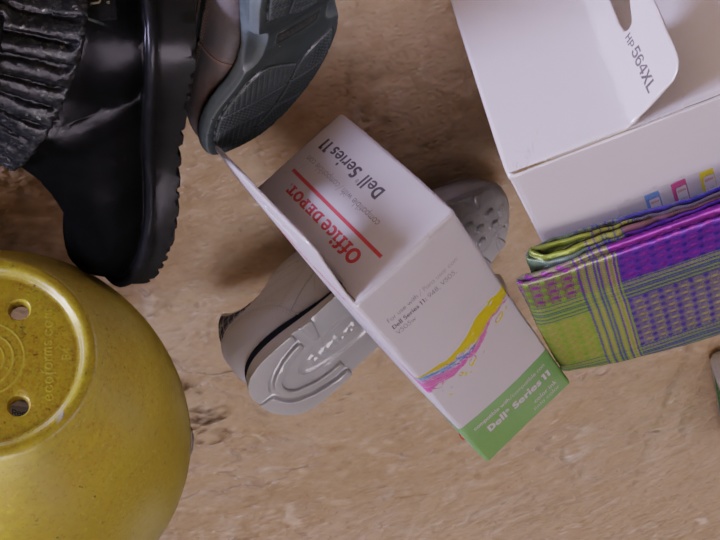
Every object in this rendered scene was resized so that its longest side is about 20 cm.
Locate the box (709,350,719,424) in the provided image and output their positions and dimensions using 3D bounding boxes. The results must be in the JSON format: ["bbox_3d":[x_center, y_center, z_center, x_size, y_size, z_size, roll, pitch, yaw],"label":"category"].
[{"bbox_3d":[0.426,0.152,1.098,0.199,0.172,0.199,-20,148,8],"label":"box"}]

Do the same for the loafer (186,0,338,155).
[{"bbox_3d":[-0.050,-0.123,0.584,0.072,0.063,0.200,-32,170,-24],"label":"loafer"}]

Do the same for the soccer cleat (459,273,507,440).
[{"bbox_3d":[0.092,0.070,0.934,0.077,0.069,0.200,-22,145,6],"label":"soccer cleat"}]

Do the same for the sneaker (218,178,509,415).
[{"bbox_3d":[0.000,0.000,0.784,0.200,0.081,0.076,-34,129,-5],"label":"sneaker"}]

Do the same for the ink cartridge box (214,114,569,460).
[{"bbox_3d":[0.020,-0.001,0.662,0.067,0.117,0.200,-42,134,-3],"label":"ink cartridge box"}]

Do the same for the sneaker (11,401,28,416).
[{"bbox_3d":[-0.212,0.121,0.869,0.199,0.075,0.087,-4,142,-18],"label":"sneaker"}]

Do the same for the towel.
[{"bbox_3d":[0.185,-0.005,0.648,0.199,0.023,0.144,-20,150,10],"label":"towel"}]

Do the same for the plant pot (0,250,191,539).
[{"bbox_3d":[-0.185,0.068,0.660,0.199,0.201,0.142,-7,157,-13],"label":"plant pot"}]

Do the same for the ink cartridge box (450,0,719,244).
[{"bbox_3d":[0.134,-0.083,0.647,0.125,0.129,0.200,-22,147,12],"label":"ink cartridge box"}]

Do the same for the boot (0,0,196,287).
[{"bbox_3d":[-0.167,-0.065,0.596,0.157,0.080,0.211,-6,143,-19],"label":"boot"}]
